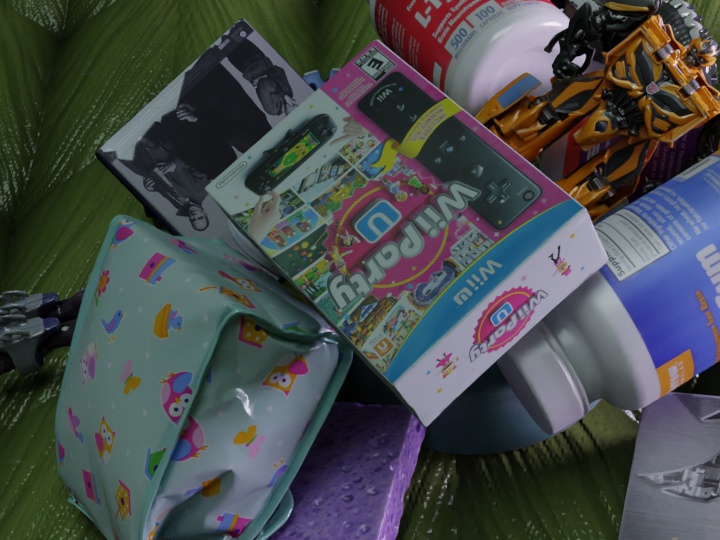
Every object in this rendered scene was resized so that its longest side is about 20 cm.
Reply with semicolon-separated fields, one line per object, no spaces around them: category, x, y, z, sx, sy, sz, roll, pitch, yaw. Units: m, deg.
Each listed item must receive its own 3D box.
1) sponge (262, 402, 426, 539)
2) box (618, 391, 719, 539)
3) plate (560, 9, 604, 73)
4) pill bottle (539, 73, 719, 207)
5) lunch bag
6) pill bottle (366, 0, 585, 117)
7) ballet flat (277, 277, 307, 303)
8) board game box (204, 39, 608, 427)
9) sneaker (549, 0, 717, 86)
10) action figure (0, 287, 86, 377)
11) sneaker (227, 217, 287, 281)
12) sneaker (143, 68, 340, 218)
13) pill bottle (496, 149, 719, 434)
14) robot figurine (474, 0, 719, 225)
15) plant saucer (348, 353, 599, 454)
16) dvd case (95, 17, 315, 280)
sponge;-0.034;0.172;0.929;0.111;0.030;0.201;0;50;23
box;0.232;0.169;0.859;0.158;0.048;0.200;6;51;18
plate;0.149;-0.165;1.187;0.199;0.032;0.200;-15;47;1
pill bottle;0.234;-0.071;1.028;0.199;0.113;0.113;12;53;23
lunch bag;-0.116;0.091;0.936;0.170;0.122;0.201;33;104;49
pill bottle;0.077;-0.195;1.135;0.112;0.112;0.200;-28;48;-11
ballet flat;0.000;0.000;1.019;0.067;0.067;0.200;33;71;27
board game box;0.024;-0.028;0.870;0.147;0.064;0.200;-42;55;-5
sneaker;0.202;-0.185;1.131;0.090;0.067;0.200;-22;44;-3
action figure;-0.183;0.029;1.075;0.199;0.070;0.130;-15;38;-5
sneaker;0.013;-0.023;0.942;0.199;0.113;0.071;20;69;-1
sneaker;-0.075;-0.082;1.137;0.199;0.081;0.115;-20;45;-6
pill bottle;0.180;0.016;0.904;0.200;0.112;0.112;-32;49;-5
robot figurine;0.152;-0.087;0.967;0.200;0.145;0.058;-38;-2;26
plant saucer;0.084;0.036;1.023;0.199;0.036;0.201;-7;48;8
dvd case;-0.070;-0.064;1.069;0.200;0.025;0.150;46;77;-1
